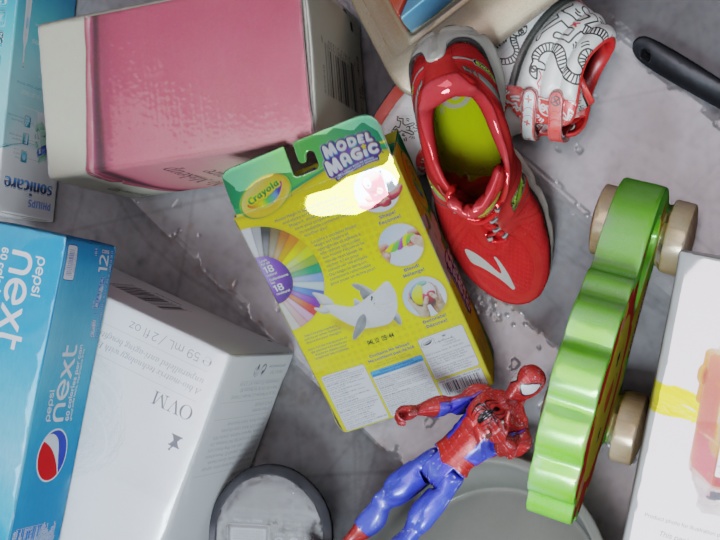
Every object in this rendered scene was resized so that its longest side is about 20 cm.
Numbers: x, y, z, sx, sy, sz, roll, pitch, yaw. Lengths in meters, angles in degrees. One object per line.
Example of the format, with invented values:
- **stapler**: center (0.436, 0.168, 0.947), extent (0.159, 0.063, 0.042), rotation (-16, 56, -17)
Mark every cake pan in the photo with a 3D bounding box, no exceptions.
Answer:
- **cake pan**: center (0.072, 0.218, 0.736), extent (0.197, 0.037, 0.203), rotation (-17, 54, 26)

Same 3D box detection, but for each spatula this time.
- **spatula**: center (0.253, -0.092, 0.739), extent (0.020, 0.057, 0.200), rotation (-34, 64, -29)

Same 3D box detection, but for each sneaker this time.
- **sneaker**: center (0.071, -0.049, 0.728), extent (0.076, 0.086, 0.202), rotation (-15, 123, 15)
- **sneaker**: center (0.083, -0.103, 0.776), extent (0.108, 0.067, 0.202), rotation (39, 96, 20)

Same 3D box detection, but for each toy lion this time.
- **toy lion**: center (0.142, 0.043, 0.683), extent (0.068, 0.191, 0.204), rotation (15, 91, 18)

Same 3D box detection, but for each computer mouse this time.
- **computer mouse**: center (-0.067, 0.231, 0.812), extent (0.136, 0.053, 0.204), rotation (7, 95, 5)

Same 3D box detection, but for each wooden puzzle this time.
- **wooden puzzle**: center (0.066, -0.236, 0.772), extent (0.184, 0.037, 0.202), rotation (-35, 52, 13)

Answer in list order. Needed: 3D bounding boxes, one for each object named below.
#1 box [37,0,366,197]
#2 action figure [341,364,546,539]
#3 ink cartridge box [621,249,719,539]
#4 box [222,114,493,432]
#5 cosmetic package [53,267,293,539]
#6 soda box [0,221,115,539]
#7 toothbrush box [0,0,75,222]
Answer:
- **box**: center (-0.105, -0.121, 0.807), extent (0.196, 0.128, 0.111), rotation (-7, 85, 18)
- **action figure**: center (0.037, 0.127, 0.722), extent (0.200, 0.099, 0.065), rotation (-45, 60, 2)
- **ink cartridge box**: center (0.212, 0.098, 0.683), extent (0.082, 0.145, 0.204), rotation (12, 90, 19)
- **box**: center (0.000, 0.000, 0.758), extent (0.116, 0.049, 0.202), rotation (-19, 115, 15)
- **cosmetic package**: center (-0.184, 0.113, 0.822), extent (0.197, 0.123, 0.203), rotation (22, 95, 18)
- **soda box**: center (-0.217, 0.075, 0.738), extent (0.067, 0.064, 0.204), rotation (11, 89, 18)
- **toothbrush box**: center (-0.309, -0.145, 0.897), extent (0.144, 0.085, 0.204), rotation (4, 87, 17)
